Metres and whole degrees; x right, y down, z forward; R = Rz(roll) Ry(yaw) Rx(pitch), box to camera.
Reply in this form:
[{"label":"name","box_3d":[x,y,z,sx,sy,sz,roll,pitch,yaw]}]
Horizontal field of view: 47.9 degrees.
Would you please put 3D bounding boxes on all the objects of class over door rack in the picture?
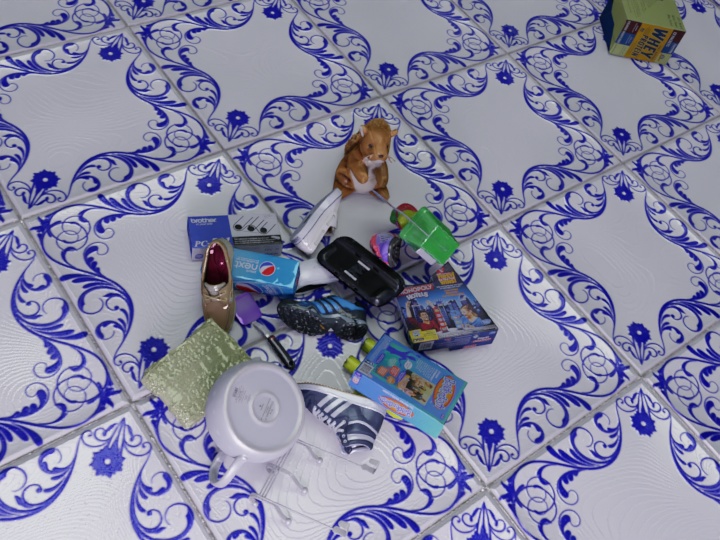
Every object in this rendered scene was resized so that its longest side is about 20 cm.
[{"label":"over door rack","box_3d":[-0.082,0.394,1.473,0.200,0.067,0.148,12,48,20]}]

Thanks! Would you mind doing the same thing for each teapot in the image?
[{"label":"teapot","box_3d":[-0.209,0.269,1.495,0.200,0.146,0.198,-18,83,-40]}]

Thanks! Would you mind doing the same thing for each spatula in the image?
[{"label":"spatula","box_3d":[-0.198,0.129,1.681,0.056,0.021,0.200,-28,66,-33]}]

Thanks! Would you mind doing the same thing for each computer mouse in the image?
[{"label":"computer mouse","box_3d":[-0.082,0.001,1.796,0.200,0.044,0.110,-18,61,-27]}]

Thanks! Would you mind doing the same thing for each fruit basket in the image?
[{"label":"fruit basket","box_3d":[0.120,-0.096,1.835,0.200,0.185,0.094,35,89,41]}]

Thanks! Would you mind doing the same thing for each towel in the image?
[{"label":"towel","box_3d":[-0.309,0.199,1.573,0.148,0.036,0.200,46,54,3]}]

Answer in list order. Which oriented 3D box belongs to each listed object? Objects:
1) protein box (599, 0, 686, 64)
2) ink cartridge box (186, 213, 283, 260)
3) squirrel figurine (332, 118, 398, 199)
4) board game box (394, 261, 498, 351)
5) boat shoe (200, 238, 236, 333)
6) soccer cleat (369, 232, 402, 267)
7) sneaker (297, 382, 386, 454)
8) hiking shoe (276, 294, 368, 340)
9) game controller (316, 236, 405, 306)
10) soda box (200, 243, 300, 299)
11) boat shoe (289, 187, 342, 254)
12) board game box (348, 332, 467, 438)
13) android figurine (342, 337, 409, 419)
[{"label":"protein box","box_3d":[0.906,-0.793,2.618,0.200,0.135,0.199,8,51,-9]},{"label":"ink cartridge box","box_3d":[-0.279,-0.076,1.799,0.200,0.044,0.094,-4,53,-18]},{"label":"squirrel figurine","box_3d":[0.017,-0.289,1.952,0.141,0.187,0.200,6,52,-11]},{"label":"board game box","box_3d":[0.174,0.080,1.796,0.200,0.062,0.200,-7,53,-16]},{"label":"boat shoe","box_3d":[-0.294,0.034,1.643,0.074,0.066,0.200,-3,89,3]},{"label":"soccer cleat","box_3d":[0.052,-0.050,1.809,0.073,0.068,0.200,9,10,4]},{"label":"sneaker","box_3d":[-0.057,0.288,1.570,0.200,0.070,0.109,13,64,7]},{"label":"hiking shoe","box_3d":[-0.082,0.090,1.720,0.200,0.074,0.087,15,43,-17]},{"label":"game controller","box_3d":[0.000,0.000,1.773,0.200,0.042,0.104,38,62,23]},{"label":"soda box","box_3d":[-0.231,0.003,1.717,0.200,0.064,0.068,10,64,3]},{"label":"boat shoe","box_3d":[-0.087,-0.112,1.875,0.070,0.071,0.200,46,46,-14]},{"label":"board game box","box_3d":[0.096,0.224,1.600,0.200,0.045,0.152,30,35,10]},{"label":"android figurine","box_3d":[0.066,0.227,1.668,0.200,0.041,0.182,36,52,13]}]
